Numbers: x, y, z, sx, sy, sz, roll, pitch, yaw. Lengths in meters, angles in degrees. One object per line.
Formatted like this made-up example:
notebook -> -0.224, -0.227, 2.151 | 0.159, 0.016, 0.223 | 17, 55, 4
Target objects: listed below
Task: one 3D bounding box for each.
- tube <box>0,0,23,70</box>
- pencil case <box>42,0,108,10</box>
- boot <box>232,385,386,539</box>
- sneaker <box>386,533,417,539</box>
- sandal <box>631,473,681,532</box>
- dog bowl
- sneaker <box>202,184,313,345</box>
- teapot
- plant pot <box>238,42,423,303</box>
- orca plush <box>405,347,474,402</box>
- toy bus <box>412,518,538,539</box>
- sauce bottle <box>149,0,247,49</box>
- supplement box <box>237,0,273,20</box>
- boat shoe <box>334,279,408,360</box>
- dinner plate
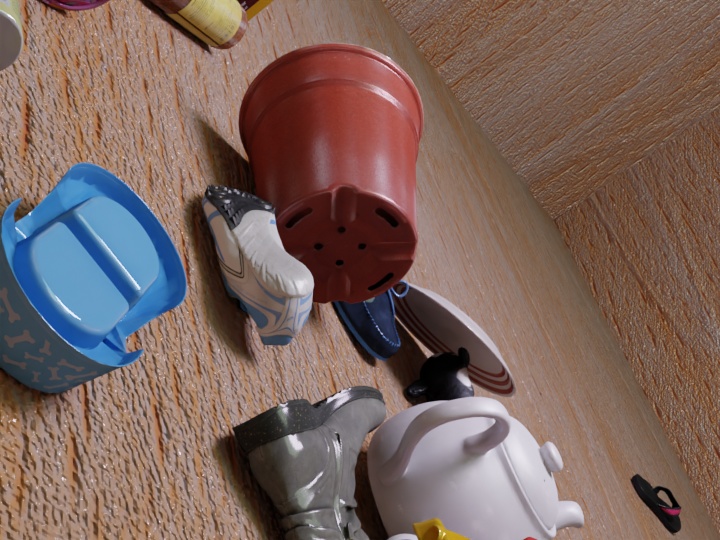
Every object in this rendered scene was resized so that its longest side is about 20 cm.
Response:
tube -> -0.282, -0.219, 0.767 | 0.201, 0.051, 0.059 | -114, -157, -43
pencil case -> -0.276, -0.328, 0.926 | 0.087, 0.087, 0.202 | 27, 34, -60
boot -> -0.019, 0.163, 0.781 | 0.199, 0.067, 0.132 | 1, 64, -66
sneaker -> 0.085, 0.294, 0.764 | 0.200, 0.073, 0.114 | 42, 3, -8
sandal -> 0.608, 0.464, 2.080 | 0.200, 0.045, 0.076 | 44, 19, -38
dog bowl -> -0.173, 0.004, 0.633 | 0.112, 0.049, 0.200 | 53, 15, -11
sneaker -> -0.098, -0.012, 0.894 | 0.071, 0.073, 0.201 | 9, 29, -30
teapot -> 0.104, 0.187, 0.890 | 0.199, 0.145, 0.200 | 61, 13, -2
plant pot -> -0.025, -0.086, 1.035 | 0.201, 0.199, 0.197 | 44, 28, -36
orca plush -> 0.083, 0.151, 1.137 | 0.201, 0.070, 0.106 | -95, -168, -53
toy bus -> 0.039, 0.210, 0.599 | 0.200, 0.191, 0.137 | 38, 25, -44
sauce bottle -> -0.201, -0.315, 1.160 | 0.067, 0.066, 0.200 | 63, 15, 24
supplement box -> -0.204, -0.429, 1.256 | 0.200, 0.132, 0.199 | 27, 33, -60
boat shoe -> 0.000, 0.000, 1.128 | 0.084, 0.068, 0.202 | 28, 31, -59
dinner plate -> 0.105, 0.072, 1.197 | 0.199, 0.024, 0.200 | 40, -12, 10
